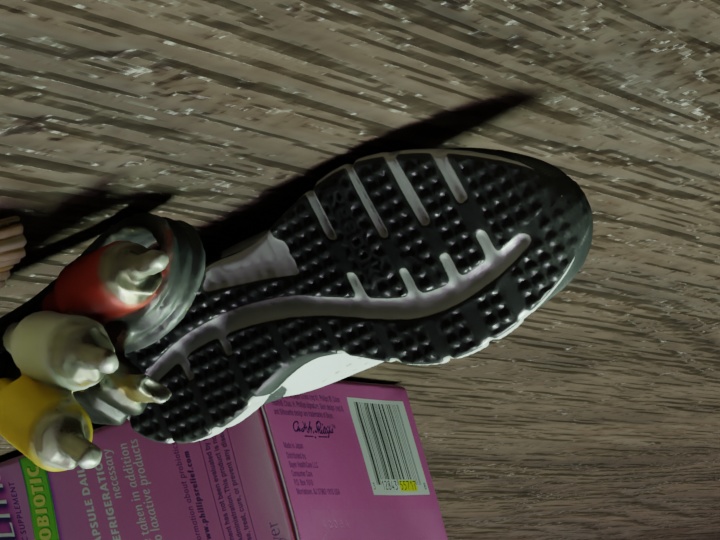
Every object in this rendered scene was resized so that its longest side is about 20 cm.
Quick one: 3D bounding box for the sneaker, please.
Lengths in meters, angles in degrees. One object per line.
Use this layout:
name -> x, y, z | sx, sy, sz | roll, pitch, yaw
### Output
sneaker -> 0.000, 0.000, 0.958 | 0.199, 0.074, 0.080 | -19, -177, 36

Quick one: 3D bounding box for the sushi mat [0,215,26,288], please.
sushi mat -> -0.194, 0.036, 0.822 | 0.200, 0.012, 0.096 | -16, 150, -44

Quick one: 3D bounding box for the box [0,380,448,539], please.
box -> -0.085, 0.127, 1.333 | 0.199, 0.097, 0.176 | -21, 167, 22

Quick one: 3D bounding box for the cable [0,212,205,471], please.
cable -> -0.120, 0.021, 0.925 | 0.050, 0.097, 0.200 | 34, 159, -34
